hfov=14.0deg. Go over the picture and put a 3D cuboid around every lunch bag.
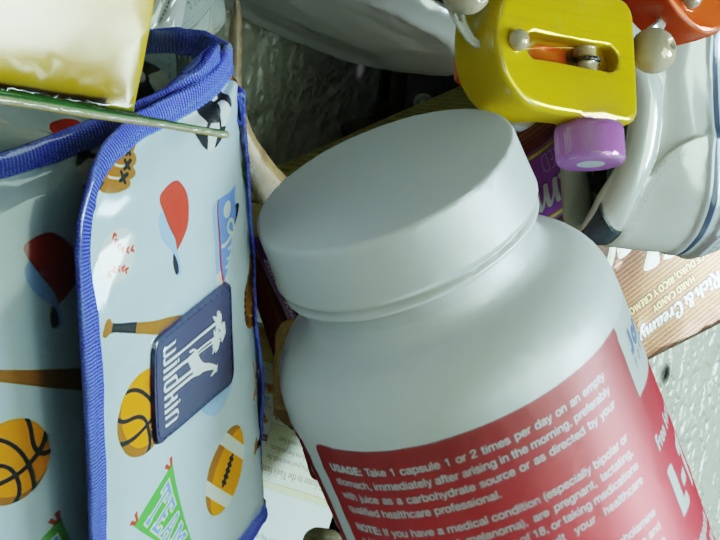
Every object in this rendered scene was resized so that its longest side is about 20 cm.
[{"bbox_3d":[-0.118,0.029,0.851,0.199,0.124,0.171,-16,119,-27],"label":"lunch bag"}]

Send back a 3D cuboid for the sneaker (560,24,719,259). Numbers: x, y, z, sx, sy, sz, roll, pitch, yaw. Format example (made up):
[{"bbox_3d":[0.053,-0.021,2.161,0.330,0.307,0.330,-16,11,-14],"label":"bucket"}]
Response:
[{"bbox_3d":[0.096,-0.104,1.037,0.071,0.073,0.201,-1,81,-31],"label":"sneaker"}]

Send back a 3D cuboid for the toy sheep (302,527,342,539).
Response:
[{"bbox_3d":[-0.042,0.153,0.992,0.199,0.138,0.139,9,93,-39],"label":"toy sheep"}]

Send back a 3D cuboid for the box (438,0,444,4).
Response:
[{"bbox_3d":[0.011,-0.161,0.954,0.200,0.035,0.111,26,78,-37],"label":"box"}]

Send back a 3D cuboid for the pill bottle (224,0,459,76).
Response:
[{"bbox_3d":[0.021,-0.181,1.054,0.112,0.112,0.201,31,74,-56],"label":"pill bottle"}]

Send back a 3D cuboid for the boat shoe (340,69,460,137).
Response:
[{"bbox_3d":[0.022,-0.051,1.147,0.060,0.074,0.201,11,110,-17],"label":"boat shoe"}]

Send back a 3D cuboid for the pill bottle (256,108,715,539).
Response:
[{"bbox_3d":[0.042,0.056,0.927,0.112,0.112,0.201,-45,122,-40],"label":"pill bottle"}]

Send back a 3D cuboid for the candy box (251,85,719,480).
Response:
[{"bbox_3d":[0.058,-0.011,1.090,0.199,0.056,0.117,-24,106,-24],"label":"candy box"}]

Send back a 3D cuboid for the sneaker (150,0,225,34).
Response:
[{"bbox_3d":[-0.088,-0.024,0.982,0.092,0.075,0.201,32,76,-62],"label":"sneaker"}]

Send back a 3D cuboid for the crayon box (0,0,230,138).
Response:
[{"bbox_3d":[-0.143,-0.078,0.758,0.126,0.199,0.052,5,96,-57],"label":"crayon box"}]

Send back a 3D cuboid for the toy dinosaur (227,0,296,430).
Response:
[{"bbox_3d":[0.000,0.000,1.005,0.200,0.060,0.107,27,70,-38],"label":"toy dinosaur"}]

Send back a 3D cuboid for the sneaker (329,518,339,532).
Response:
[{"bbox_3d":[0.014,0.109,1.167,0.077,0.083,0.201,70,33,-75],"label":"sneaker"}]

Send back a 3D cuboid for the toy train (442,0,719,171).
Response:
[{"bbox_3d":[0.049,-0.116,0.937,0.200,0.055,0.151,37,59,-31],"label":"toy train"}]

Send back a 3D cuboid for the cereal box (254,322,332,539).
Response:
[{"bbox_3d":[-0.072,0.114,1.079,0.144,0.039,0.201,30,76,-55],"label":"cereal box"}]
